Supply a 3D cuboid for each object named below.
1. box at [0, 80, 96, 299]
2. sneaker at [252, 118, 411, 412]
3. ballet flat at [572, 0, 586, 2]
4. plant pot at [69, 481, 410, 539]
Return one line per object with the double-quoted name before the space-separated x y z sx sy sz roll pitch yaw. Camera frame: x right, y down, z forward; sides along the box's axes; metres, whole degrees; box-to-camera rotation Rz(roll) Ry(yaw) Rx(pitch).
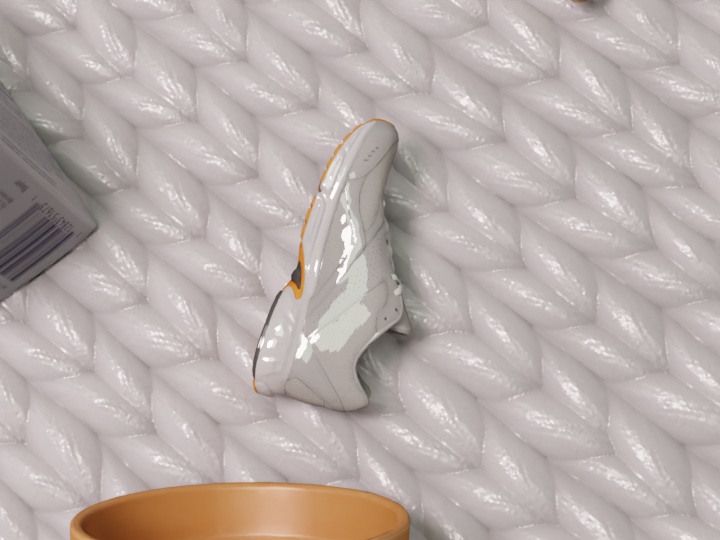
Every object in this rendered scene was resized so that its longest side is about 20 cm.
"box" -0.295 -0.099 0.823 0.105 0.184 0.201 -36 74 -3
"sneaker" 0.000 0.000 0.831 0.091 0.076 0.202 19 85 3
"ballet flat" 0.176 -0.281 0.898 0.063 0.069 0.201 17 73 39
"plant pot" -0.069 0.212 0.721 0.197 0.200 0.142 0 90 6
